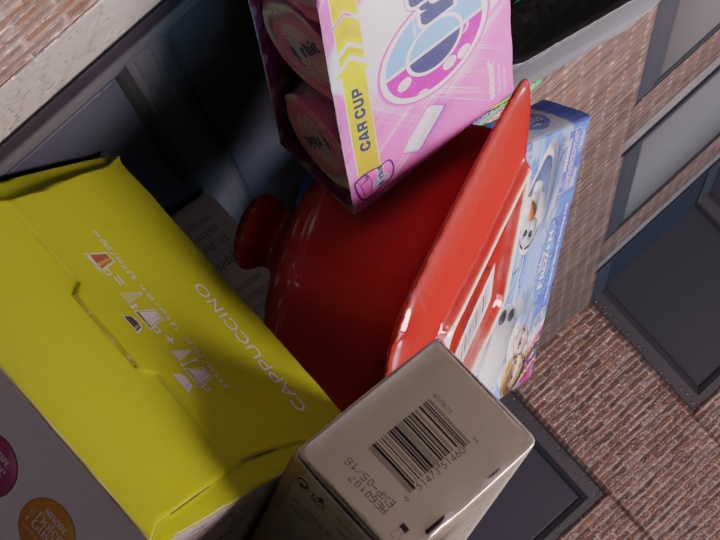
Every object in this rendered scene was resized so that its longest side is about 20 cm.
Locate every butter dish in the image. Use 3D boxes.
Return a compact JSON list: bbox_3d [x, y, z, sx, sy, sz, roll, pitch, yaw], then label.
[{"bbox_3d":[0.000,0.000,1.136,0.200,0.147,0.201,94,19,-53],"label":"butter dish"}]

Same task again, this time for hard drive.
[{"bbox_3d":[0.120,-0.145,1.193,0.139,0.033,0.200,-30,178,-8],"label":"hard drive"}]

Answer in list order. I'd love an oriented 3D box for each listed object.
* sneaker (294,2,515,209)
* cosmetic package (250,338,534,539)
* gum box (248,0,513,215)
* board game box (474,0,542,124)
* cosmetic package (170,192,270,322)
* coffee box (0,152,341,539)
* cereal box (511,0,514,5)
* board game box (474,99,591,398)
[{"bbox_3d":[0.030,-0.103,1.322,0.200,0.066,0.079,-42,158,-8],"label":"sneaker"},{"bbox_3d":[0.002,0.130,1.013,0.103,0.073,0.200,-36,166,-32],"label":"cosmetic package"},{"bbox_3d":[0.010,-0.132,1.000,0.113,0.066,0.200,-38,152,-16],"label":"gum box"},{"bbox_3d":[0.055,-0.106,1.467,0.200,0.029,0.135,-41,169,-11],"label":"board game box"},{"bbox_3d":[-0.103,0.100,1.238,0.165,0.200,0.165,-35,166,-33],"label":"cosmetic package"},{"bbox_3d":[-0.162,0.090,0.995,0.198,0.200,0.200,-49,167,26],"label":"coffee box"},{"bbox_3d":[0.038,-0.161,1.172,0.144,0.040,0.200,-41,167,-15],"label":"cereal box"},{"bbox_3d":[0.080,0.001,1.365,0.199,0.043,0.201,-26,131,-58],"label":"board game box"}]
